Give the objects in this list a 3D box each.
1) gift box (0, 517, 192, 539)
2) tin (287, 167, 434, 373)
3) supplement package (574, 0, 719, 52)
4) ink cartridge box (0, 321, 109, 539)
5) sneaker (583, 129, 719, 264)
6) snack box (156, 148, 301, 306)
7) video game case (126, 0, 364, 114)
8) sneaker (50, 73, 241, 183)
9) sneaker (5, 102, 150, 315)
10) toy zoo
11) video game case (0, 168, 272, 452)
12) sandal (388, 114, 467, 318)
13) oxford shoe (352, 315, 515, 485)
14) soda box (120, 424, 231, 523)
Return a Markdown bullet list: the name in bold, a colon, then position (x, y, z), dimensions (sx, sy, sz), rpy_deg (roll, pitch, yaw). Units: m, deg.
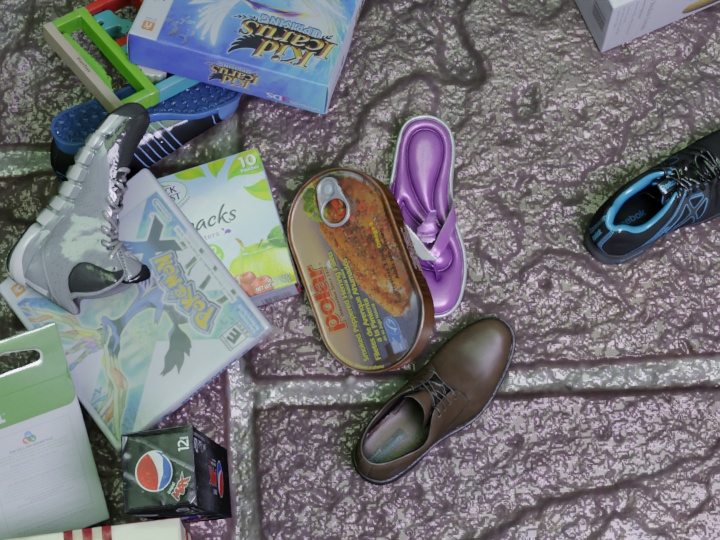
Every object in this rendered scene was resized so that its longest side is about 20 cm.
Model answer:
- **gift box**: position (-0.232, 0.331, 1.274), dimensions (0.199, 0.185, 0.188), rpy_deg (-9, 71, 0)
- **tin**: position (0.000, 0.000, 1.388), dimensions (0.112, 0.042, 0.201), rpy_deg (-23, 78, 19)
- **supplement package**: position (0.307, -0.316, 1.426), dimensions (0.199, 0.114, 0.110), rpy_deg (-23, 76, -2)
- **ink cartridge box**: position (-0.303, 0.146, 1.314), dimensions (0.103, 0.059, 0.201), rpy_deg (-19, 111, -21)
- **sneaker**: position (0.306, -0.075, 1.389), dimensions (0.200, 0.082, 0.073), rpy_deg (-35, 77, -7)
- **snack box**: position (-0.172, -0.019, 1.409), dimensions (0.199, 0.053, 0.143), rpy_deg (-18, 76, 0)
- **video game case**: position (-0.104, -0.255, 1.426), dimensions (0.199, 0.046, 0.182), rpy_deg (15, 56, 3)
- **sneaker**: position (-0.211, -0.137, 1.434), dimensions (0.199, 0.078, 0.070), rpy_deg (-19, 57, -24)
- **sneaker**: position (-0.225, -0.046, 1.339), dimensions (0.115, 0.075, 0.200), rpy_deg (36, 95, 8)
- **toy zoo**: position (-0.193, -0.235, 1.440), dimensions (0.200, 0.020, 0.131), rpy_deg (-32, 67, -26)
- **video game case**: position (-0.211, 0.035, 1.362), dimensions (0.182, 0.022, 0.200), rpy_deg (-39, 78, -2)
- **sandal**: position (0.058, -0.055, 1.410), dimensions (0.082, 0.050, 0.204), rpy_deg (-5, 78, 1)
- **oxford shoe**: position (0.074, 0.119, 1.355), dimensions (0.073, 0.084, 0.200), rpy_deg (40, 80, 12)
- **soda box**: position (-0.159, 0.184, 1.289), dimensions (0.063, 0.200, 0.071), rpy_deg (-6, 77, 3)
